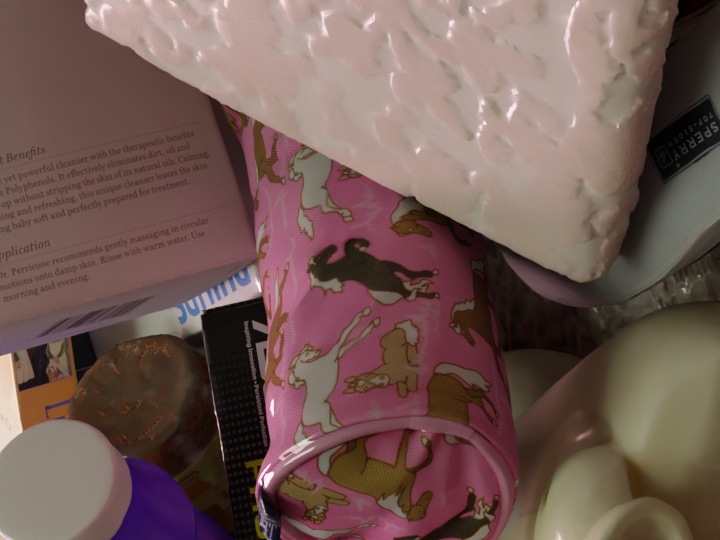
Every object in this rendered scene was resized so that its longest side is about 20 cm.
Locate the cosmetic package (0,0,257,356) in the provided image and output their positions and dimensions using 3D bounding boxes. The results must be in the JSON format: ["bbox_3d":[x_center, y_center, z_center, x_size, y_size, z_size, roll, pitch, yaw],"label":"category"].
[{"bbox_3d":[-0.122,-0.078,0.932,0.085,0.107,0.201,-29,77,61],"label":"cosmetic package"}]

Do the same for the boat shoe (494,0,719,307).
[{"bbox_3d":[0.106,-0.046,0.805,0.072,0.066,0.200,63,148,8],"label":"boat shoe"}]

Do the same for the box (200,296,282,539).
[{"bbox_3d":[0.001,0.102,1.001,0.200,0.044,0.161,37,-138,-72],"label":"box"}]

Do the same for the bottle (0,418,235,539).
[{"bbox_3d":[-0.073,0.118,0.951,0.083,0.065,0.200,20,158,27],"label":"bottle"}]

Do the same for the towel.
[{"bbox_3d":[0.004,-0.103,0.753,0.190,0.032,0.200,27,145,16],"label":"towel"}]

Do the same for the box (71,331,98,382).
[{"bbox_3d":[-0.074,0.087,1.181,0.107,0.148,0.201,-10,97,66],"label":"box"}]

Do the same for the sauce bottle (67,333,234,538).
[{"bbox_3d":[-0.043,0.104,1.059,0.066,0.066,0.200,43,173,47],"label":"sauce bottle"}]

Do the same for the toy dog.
[{"bbox_3d":[0.076,0.076,0.879,0.200,0.139,0.195,177,91,-65],"label":"toy dog"}]

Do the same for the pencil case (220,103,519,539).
[{"bbox_3d":[0.000,0.000,0.858,0.083,0.086,0.201,53,-157,-46],"label":"pencil case"}]

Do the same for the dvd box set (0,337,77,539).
[{"bbox_3d":[-0.150,0.072,1.118,0.146,0.029,0.201,36,137,53],"label":"dvd box set"}]

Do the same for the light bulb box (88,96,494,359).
[{"bbox_3d":[-0.047,-0.078,1.048,0.198,0.124,0.201,-30,77,64],"label":"light bulb box"}]

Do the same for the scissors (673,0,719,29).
[{"bbox_3d":[0.100,-0.091,0.798,0.200,0.073,0.014,119,156,-58],"label":"scissors"}]
